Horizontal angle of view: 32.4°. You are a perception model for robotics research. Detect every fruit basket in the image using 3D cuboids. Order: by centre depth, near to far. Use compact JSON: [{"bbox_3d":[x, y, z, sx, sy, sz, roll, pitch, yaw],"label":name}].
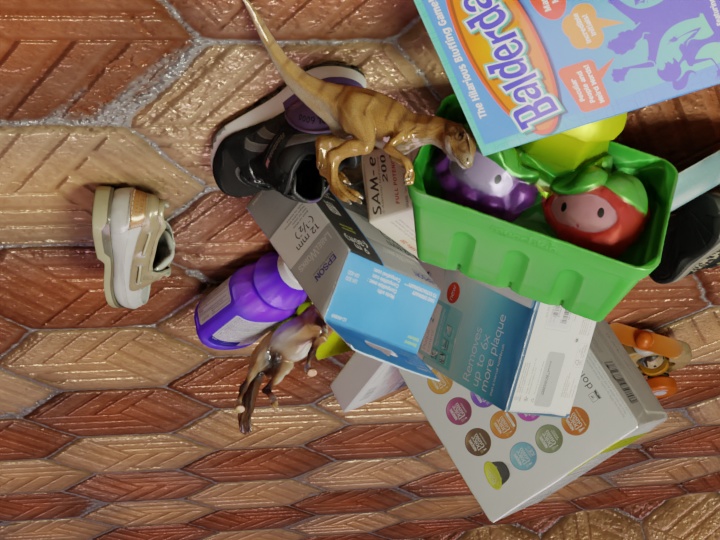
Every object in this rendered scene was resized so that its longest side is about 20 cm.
[{"bbox_3d":[0.148,-0.088,0.958,0.214,0.156,0.217,13,134,13],"label":"fruit basket"}]

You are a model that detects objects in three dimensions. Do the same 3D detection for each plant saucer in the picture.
[{"bbox_3d":[0.271,-0.061,1.148,0.199,0.028,0.200,-30,176,-2],"label":"plant saucer"}]

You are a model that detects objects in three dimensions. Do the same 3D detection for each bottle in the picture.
[{"bbox_3d":[-0.110,0.029,1.357,0.083,0.066,0.200,-1,160,-33],"label":"bottle"}]

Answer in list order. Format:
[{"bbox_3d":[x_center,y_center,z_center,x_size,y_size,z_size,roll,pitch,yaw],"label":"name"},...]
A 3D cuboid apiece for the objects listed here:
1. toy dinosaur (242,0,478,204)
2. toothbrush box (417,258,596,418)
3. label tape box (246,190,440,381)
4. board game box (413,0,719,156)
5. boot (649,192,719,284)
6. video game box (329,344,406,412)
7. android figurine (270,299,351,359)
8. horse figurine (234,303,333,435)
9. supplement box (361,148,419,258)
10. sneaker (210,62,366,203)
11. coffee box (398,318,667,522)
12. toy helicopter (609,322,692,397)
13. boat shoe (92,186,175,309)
[{"bbox_3d":[-0.008,-0.114,0.922,0.199,0.107,0.060,25,-162,6],"label":"toy dinosaur"},{"bbox_3d":[0.134,0.040,1.220,0.085,0.148,0.200,10,-169,-32],"label":"toothbrush box"},{"bbox_3d":[0.000,0.000,1.132,0.066,0.200,0.143,-50,141,14],"label":"label tape box"},{"bbox_3d":[0.146,-0.175,0.827,0.198,0.045,0.153,-16,120,25],"label":"board game box"},{"bbox_3d":[0.390,-0.042,1.287,0.152,0.074,0.204,-10,170,-11],"label":"boot"},{"bbox_3d":[0.075,0.080,1.446,0.181,0.047,0.200,-18,159,-30],"label":"video game box"},{"bbox_3d":[-0.004,0.055,1.459,0.198,0.041,0.182,-17,157,3],"label":"android figurine"},{"bbox_3d":[-0.074,0.089,1.339,0.050,0.133,0.200,40,114,-16],"label":"horse figurine"},{"bbox_3d":[0.116,-0.081,1.120,0.198,0.074,0.126,-16,157,22],"label":"supplement box"},{"bbox_3d":[-0.067,-0.090,1.039,0.075,0.088,0.200,9,155,-33],"label":"sneaker"},{"bbox_3d":[0.197,0.139,1.399,0.197,0.201,0.200,-36,164,17],"label":"coffee box"},{"bbox_3d":[0.347,0.113,1.663,0.198,0.080,0.132,2,157,-6],"label":"toy helicopter"},{"bbox_3d":[-0.216,-0.015,1.215,0.068,0.075,0.200,2,157,-3],"label":"boat shoe"}]
